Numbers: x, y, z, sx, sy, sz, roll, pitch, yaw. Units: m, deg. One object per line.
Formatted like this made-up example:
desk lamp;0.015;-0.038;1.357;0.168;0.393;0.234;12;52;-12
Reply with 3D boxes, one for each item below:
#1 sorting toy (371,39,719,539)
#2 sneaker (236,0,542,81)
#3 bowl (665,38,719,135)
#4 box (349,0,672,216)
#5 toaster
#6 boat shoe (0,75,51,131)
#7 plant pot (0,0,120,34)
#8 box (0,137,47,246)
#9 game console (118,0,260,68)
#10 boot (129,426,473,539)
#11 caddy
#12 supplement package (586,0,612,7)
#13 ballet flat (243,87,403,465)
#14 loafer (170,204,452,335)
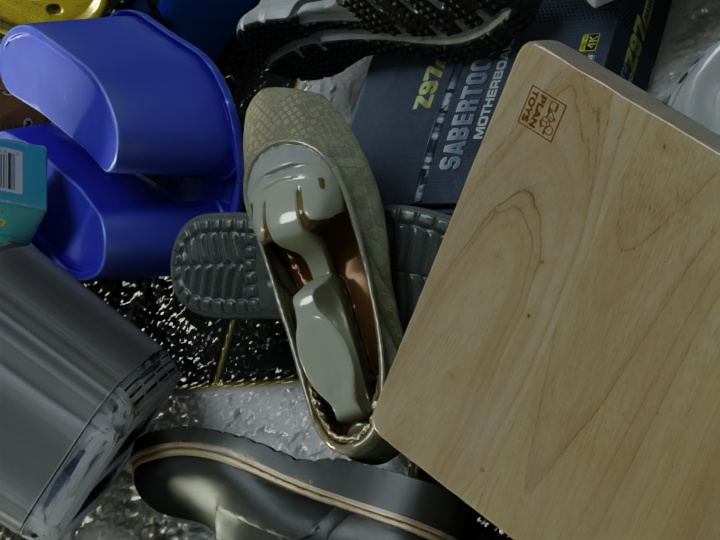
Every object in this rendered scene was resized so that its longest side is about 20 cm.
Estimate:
sorting toy;0.127;0.034;0.719;0.199;0.069;0.201;35;119;27
sneaker;0.016;-0.158;0.918;0.199;0.074;0.080;1;59;41
bowl;0.203;-0.057;0.764;0.200;0.094;0.201;-20;50;26
box;0.078;-0.106;0.921;0.157;0.051;0.201;0;61;38
toaster;-0.179;0.063;0.898;0.129;0.200;0.114;34;97;1
boat shoe;-0.241;-0.097;1.143;0.072;0.068;0.201;3;62;41
plant pot;-0.213;-0.238;1.125;0.199;0.200;0.142;-22;50;24
box;-0.257;-0.005;1.016;0.200;0.082;0.049;-52;36;45
game console;-0.098;-0.239;1.104;0.118;0.171;0.200;29;80;18
boot;-0.054;0.158;0.828;0.199;0.077;0.139;4;69;40
caddy;-0.140;-0.075;1.012;0.200;0.105;0.142;37;124;45
supplement package;0.171;-0.242;0.846;0.199;0.120;0.121;-24;45;-11
ballet flat;-0.018;-0.003;0.825;0.067;0.062;0.201;-23;79;20
loafer;0.000;0.000;0.890;0.199;0.070;0.076;9;93;22
